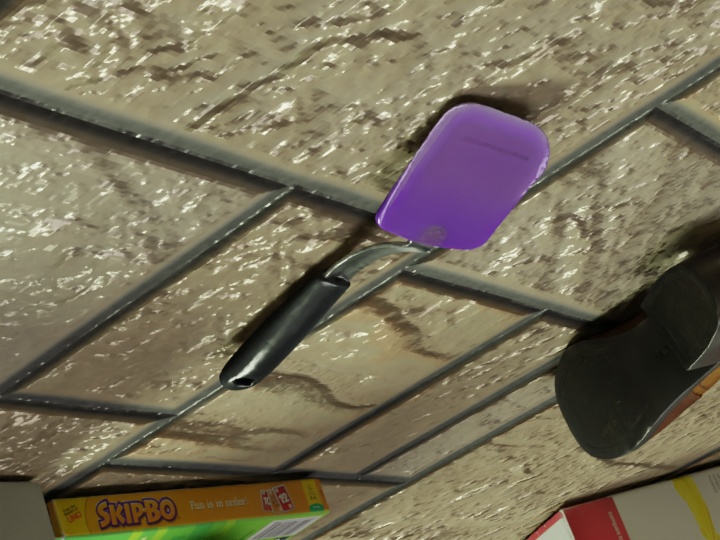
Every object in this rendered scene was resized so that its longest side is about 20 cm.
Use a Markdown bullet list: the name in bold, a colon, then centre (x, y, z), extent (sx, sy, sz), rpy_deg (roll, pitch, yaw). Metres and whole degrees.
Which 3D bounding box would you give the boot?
- **boot**: centre (0.217, 0.023, 0.839), extent (0.200, 0.069, 0.188), rpy_deg (-17, 150, -29)

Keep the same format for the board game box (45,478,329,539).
- **board game box**: centre (-0.120, 0.148, 0.834), extent (0.200, 0.030, 0.096), rpy_deg (0, 150, -46)

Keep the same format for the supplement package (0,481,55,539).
- **supplement package**: centre (-0.243, 0.205, 0.692), extent (0.200, 0.151, 0.152), rpy_deg (-35, 154, 29)

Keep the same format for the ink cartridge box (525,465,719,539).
- **ink cartridge box**: centre (0.236, 0.233, 1.258), extent (0.200, 0.083, 0.145), rpy_deg (-11, 155, -23)

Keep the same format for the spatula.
- **spatula**: centre (0.000, 0.000, 0.616), extent (0.056, 0.021, 0.200), rpy_deg (13, 143, -34)
